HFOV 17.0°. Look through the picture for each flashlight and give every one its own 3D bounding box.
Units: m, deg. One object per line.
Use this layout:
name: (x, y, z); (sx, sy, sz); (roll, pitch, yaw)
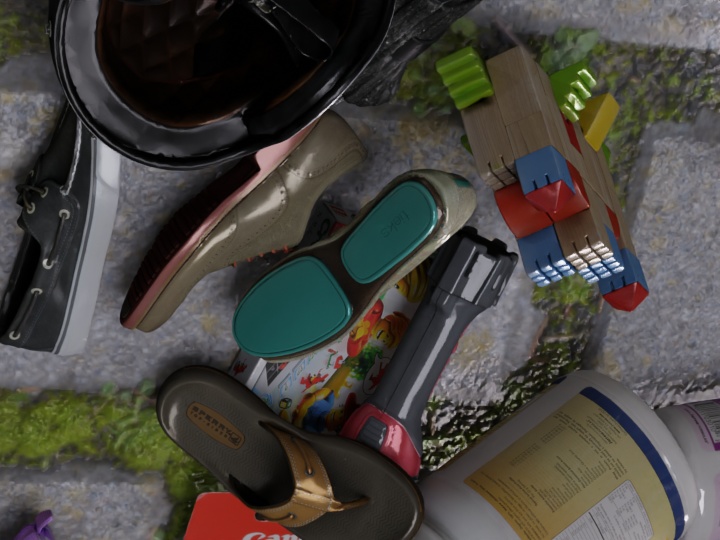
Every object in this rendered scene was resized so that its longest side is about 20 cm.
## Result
flashlight: (0.043, 0.067, 1.642); (0.068, 0.068, 0.200); (22, 102, -26)

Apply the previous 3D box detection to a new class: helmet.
helmet: (-0.090, -0.163, 1.430); (0.200, 0.190, 0.201); (11, 72, -38)

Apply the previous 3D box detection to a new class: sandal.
sandal: (-0.053, 0.132, 1.611); (0.200, 0.055, 0.082); (34, 106, 4)

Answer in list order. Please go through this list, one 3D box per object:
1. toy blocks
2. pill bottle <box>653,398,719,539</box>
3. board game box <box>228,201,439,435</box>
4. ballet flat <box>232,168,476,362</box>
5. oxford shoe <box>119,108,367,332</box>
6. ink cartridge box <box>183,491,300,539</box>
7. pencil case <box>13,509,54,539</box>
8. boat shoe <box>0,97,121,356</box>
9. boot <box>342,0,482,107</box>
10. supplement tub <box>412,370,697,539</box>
toy blocks: (0.126, -0.050, 1.564); (0.100, 0.137, 0.200); (-23, 152, 16)
pill bottle: (0.313, 0.145, 1.797); (0.199, 0.112, 0.113); (-6, 119, -18)
board game box: (-0.017, 0.062, 1.670); (0.126, 0.035, 0.200); (20, 108, -29)
ballet flat: (0.000, 0.000, 1.575); (0.200, 0.068, 0.062); (-34, 170, 32)
oxford shoe: (-0.076, -0.025, 1.572); (0.075, 0.070, 0.200); (40, 98, -20)
ink cartridge box: (-0.058, 0.245, 1.722); (0.162, 0.050, 0.200); (2, 130, -22)
pencil case: (-0.285, 0.244, 1.639); (0.200, 0.084, 0.086); (-25, 99, -9)
boat shoe: (-0.193, -0.033, 1.533); (0.056, 0.069, 0.201); (2, 118, -21)
boot: (0.058, -0.205, 1.524); (0.079, 0.211, 0.158); (44, 136, -1)
supplement tub: (0.122, 0.178, 1.695); (0.200, 0.144, 0.145); (-35, 125, -21)
